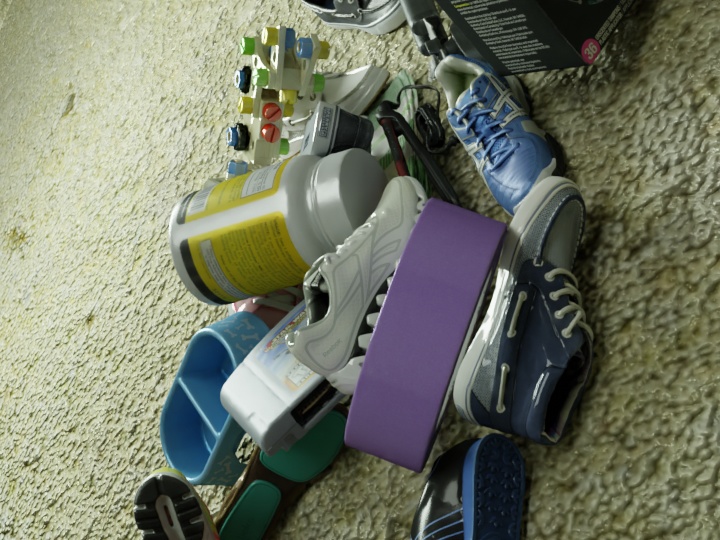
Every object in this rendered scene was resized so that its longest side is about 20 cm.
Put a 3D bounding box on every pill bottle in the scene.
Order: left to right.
[{"bbox_3d":[-0.073,-0.042,1.348,0.198,0.114,0.116,-15,53,32],"label":"pill bottle"}]

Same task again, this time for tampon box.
[{"bbox_3d":[0.127,-0.282,1.157,0.151,0.200,0.126,-53,25,-18],"label":"tampon box"}]

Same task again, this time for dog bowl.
[{"bbox_3d":[-0.142,0.132,1.416,0.112,0.049,0.201,51,130,31],"label":"dog bowl"}]

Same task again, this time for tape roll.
[{"bbox_3d":[0.052,0.050,1.102,0.200,0.065,0.203,19,-90,-84],"label":"tape roll"}]

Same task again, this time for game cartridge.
[{"bbox_3d":[-0.036,0.071,1.297,0.200,0.042,0.133,-44,32,-8],"label":"game cartridge"}]

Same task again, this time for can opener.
[{"bbox_3d":[0.076,-0.241,1.408,0.066,0.053,0.201,-23,43,1],"label":"can opener"}]

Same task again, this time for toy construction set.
[{"bbox_3d":[-0.096,-0.157,1.465,0.202,0.091,0.131,-67,29,12],"label":"toy construction set"}]

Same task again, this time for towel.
[{"bbox_3d":[0.013,-0.086,1.421,0.153,0.023,0.202,-45,35,35],"label":"towel"}]

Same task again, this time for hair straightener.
[{"bbox_3d":[0.066,-0.111,1.331,0.076,0.041,0.201,-22,41,4],"label":"hair straightener"}]

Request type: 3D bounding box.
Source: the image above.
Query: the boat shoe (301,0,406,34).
[{"bbox_3d":[-0.006,-0.306,1.572,0.199,0.066,0.071,20,86,60],"label":"boat shoe"}]

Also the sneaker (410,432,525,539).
[{"bbox_3d":[0.071,0.220,1.052,0.078,0.070,0.202,-30,38,52],"label":"sneaker"}]

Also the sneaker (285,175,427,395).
[{"bbox_3d":[0.000,0.000,1.210,0.075,0.080,0.202,-38,28,62],"label":"sneaker"}]

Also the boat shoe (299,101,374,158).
[{"bbox_3d":[-0.023,-0.121,1.422,0.200,0.067,0.073,135,147,-78],"label":"boat shoe"}]

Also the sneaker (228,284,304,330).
[{"bbox_3d":[-0.082,-0.008,1.455,0.202,0.074,0.105,-91,25,-45],"label":"sneaker"}]

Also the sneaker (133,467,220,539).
[{"bbox_3d":[-0.153,0.269,1.320,0.090,0.077,0.203,-127,23,-77],"label":"sneaker"}]

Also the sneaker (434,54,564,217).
[{"bbox_3d":[0.112,-0.114,1.219,0.076,0.076,0.201,-51,33,21],"label":"sneaker"}]

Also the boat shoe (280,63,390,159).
[{"bbox_3d":[-0.047,-0.180,1.528,0.199,0.069,0.071,-25,25,50],"label":"boat shoe"}]

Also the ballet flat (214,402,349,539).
[{"bbox_3d":[-0.074,0.180,1.337,0.201,0.067,0.073,-57,14,24],"label":"ballet flat"}]

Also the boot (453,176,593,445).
[{"bbox_3d":[0.146,0.031,1.077,0.090,0.072,0.202,15,83,46],"label":"boot"}]
